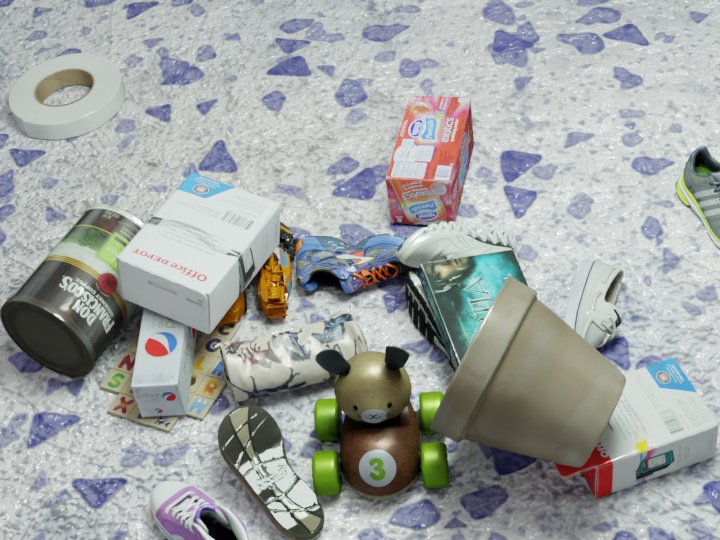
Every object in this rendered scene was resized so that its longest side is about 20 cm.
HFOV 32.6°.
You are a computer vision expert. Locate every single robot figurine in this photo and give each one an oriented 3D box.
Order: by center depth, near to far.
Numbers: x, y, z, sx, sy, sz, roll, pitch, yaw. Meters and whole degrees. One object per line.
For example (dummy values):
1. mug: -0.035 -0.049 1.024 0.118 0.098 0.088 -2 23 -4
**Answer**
1. robot figurine: -0.158 -0.009 1.770 0.145 0.058 0.200 -7 45 -1

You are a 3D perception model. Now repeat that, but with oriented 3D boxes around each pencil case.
1. pencil case: -0.091 0.112 1.626 0.200 0.078 0.090 -14 68 -4

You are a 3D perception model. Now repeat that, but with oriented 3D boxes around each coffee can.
1. coffee can: -0.382 0.026 1.712 0.146 0.147 0.200 14 50 22

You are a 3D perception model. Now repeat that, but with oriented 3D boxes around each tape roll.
1. tape roll: -0.509 -0.304 2.133 0.202 0.037 0.203 -4 45 4

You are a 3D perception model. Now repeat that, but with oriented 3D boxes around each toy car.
1. toy car: 0.016 0.162 1.475 0.164 0.200 0.158 -5 45 5

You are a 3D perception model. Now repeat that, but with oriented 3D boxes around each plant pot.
1. plant pot: 0.200 0.132 1.403 0.173 0.200 0.200 27 53 9

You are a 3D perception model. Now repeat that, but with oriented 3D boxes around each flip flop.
1. flip flop: -0.112 0.253 1.515 0.081 0.058 0.200 -27 63 -23

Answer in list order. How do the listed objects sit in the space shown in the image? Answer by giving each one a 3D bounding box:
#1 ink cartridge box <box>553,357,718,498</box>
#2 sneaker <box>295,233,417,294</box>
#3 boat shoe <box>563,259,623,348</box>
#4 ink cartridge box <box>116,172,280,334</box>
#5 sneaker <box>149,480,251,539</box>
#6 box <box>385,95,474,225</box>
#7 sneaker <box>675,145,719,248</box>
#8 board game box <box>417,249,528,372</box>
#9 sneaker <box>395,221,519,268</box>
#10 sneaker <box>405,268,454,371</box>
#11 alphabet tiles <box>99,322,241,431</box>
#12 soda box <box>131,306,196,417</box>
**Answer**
1. ink cartridge box: 0.314 0.195 1.485 0.200 0.067 0.116 -17 45 -7
2. sneaker: 0.000 0.000 1.737 0.200 0.075 0.079 -2 54 19
3. boat shoe: 0.309 0.063 1.618 0.070 0.071 0.200 6 41 19
4. ink cartridge box: -0.218 -0.027 1.680 0.144 0.084 0.200 21 47 16
5. sneaker: -0.185 0.289 1.447 0.200 0.114 0.073 32 59 35
6. box: 0.108 -0.167 1.854 0.099 0.096 0.200 4 47 13
7. sneaker: 0.511 -0.097 1.727 0.074 0.081 0.200 -23 47 -12
8. board game box: 0.166 0.067 1.582 0.135 0.028 0.200 -9 56 -17
9. sneaker: 0.142 -0.015 1.676 0.200 0.075 0.081 3 53 -31
10. sneaker: 0.129 0.069 1.645 0.080 0.074 0.200 -25 55 -20
11. alphabet tiles: -0.254 0.132 1.686 0.166 0.006 0.200 14 50 22
12. soda box: -0.262 0.099 1.666 0.064 0.068 0.200 -3 46 4
